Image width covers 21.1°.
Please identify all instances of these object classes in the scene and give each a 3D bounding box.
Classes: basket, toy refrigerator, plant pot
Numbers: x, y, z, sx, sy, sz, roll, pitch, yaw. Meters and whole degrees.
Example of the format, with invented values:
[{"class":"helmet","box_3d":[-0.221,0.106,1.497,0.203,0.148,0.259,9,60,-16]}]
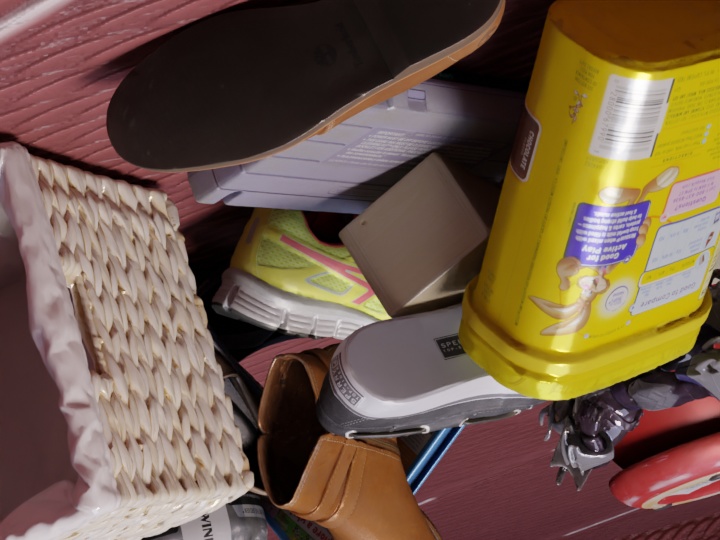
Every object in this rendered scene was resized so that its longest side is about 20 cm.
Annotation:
[{"class":"basket","box_3d":[-0.193,0.066,1.034,0.199,0.199,0.161,-24,164,24]},{"class":"toy refrigerator","box_3d":[0.073,-0.002,1.146,0.076,0.070,0.200,-40,152,15]},{"class":"plant pot","box_3d":[0.269,0.089,1.588,0.199,0.183,0.200,-16,166,-4]}]

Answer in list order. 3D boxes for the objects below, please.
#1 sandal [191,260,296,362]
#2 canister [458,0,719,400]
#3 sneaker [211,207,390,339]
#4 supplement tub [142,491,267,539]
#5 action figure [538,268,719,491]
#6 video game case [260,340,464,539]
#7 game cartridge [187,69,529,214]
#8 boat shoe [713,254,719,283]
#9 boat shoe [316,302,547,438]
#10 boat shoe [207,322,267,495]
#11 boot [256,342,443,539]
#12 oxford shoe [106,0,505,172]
[{"class":"sandal","box_3d":[-0.076,0.023,1.238,0.199,0.076,0.043,-21,169,-24]},{"class":"canister","box_3d":[0.138,-0.046,1.010,0.148,0.087,0.201,-17,134,-36]},{"class":"sneaker","box_3d":[0.000,0.000,1.193,0.078,0.091,0.200,13,-179,41]},{"class":"supplement tub","box_3d":[-0.135,0.139,1.320,0.122,0.201,0.123,-15,163,-5]},{"class":"action figure","box_3d":[0.174,0.061,1.162,0.069,0.131,0.200,36,141,-20]},{"class":"video game case","box_3d":[0.008,0.103,1.306,0.018,0.143,0.200,33,95,-37]},{"class":"game cartridge","box_3d":[0.017,-0.071,1.080,0.199,0.039,0.129,3,151,-47]},{"class":"boat shoe","box_3d":[0.212,-0.016,1.399,0.199,0.072,0.060,-26,-153,-11]},{"class":"boat shoe","box_3d":[0.062,0.059,1.085,0.199,0.070,0.066,-12,153,-34]},{"class":"boat shoe","box_3d":[-0.108,0.061,1.161,0.072,0.072,0.200,-47,116,3]},{"class":"boot","box_3d":[-0.011,0.144,1.173,0.073,0.201,0.155,-14,169,19]},{"class":"oxford shoe","box_3d":[-0.022,-0.091,0.915,0.199,0.072,0.071,-19,169,7]}]
